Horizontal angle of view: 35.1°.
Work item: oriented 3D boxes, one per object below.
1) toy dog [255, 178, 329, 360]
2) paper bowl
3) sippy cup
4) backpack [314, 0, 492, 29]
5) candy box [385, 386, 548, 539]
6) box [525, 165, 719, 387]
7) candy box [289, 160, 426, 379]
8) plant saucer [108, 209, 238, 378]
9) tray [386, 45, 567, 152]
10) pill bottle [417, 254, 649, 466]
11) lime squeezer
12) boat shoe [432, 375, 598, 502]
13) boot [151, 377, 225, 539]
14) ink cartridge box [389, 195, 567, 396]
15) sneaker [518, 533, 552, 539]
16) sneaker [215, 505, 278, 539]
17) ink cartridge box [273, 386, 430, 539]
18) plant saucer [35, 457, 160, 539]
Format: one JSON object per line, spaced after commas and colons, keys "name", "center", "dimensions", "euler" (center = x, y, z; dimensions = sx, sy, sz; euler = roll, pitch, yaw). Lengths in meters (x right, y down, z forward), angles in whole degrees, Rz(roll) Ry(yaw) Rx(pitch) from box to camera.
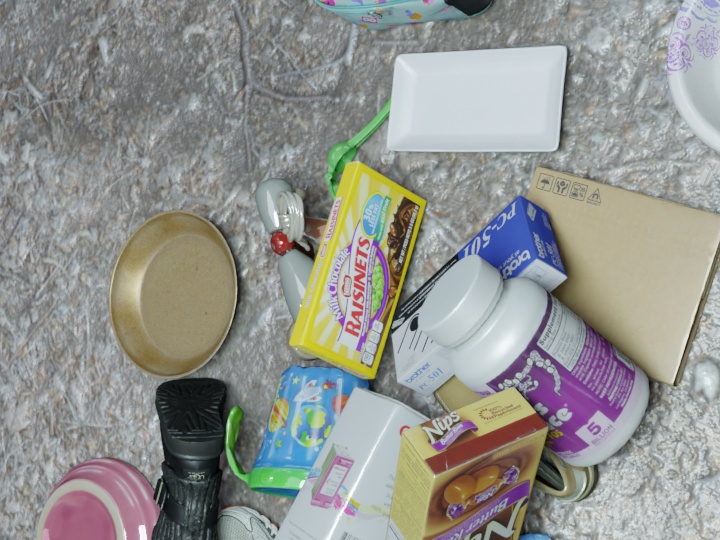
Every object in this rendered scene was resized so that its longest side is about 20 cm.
{"name": "toy dog", "center": [-0.042, -0.004, 1.219], "dimensions": [0.132, 0.096, 0.201], "euler": [12, 113, 64]}
{"name": "paper bowl", "center": [0.375, -0.180, 0.978], "dimensions": [0.200, 0.104, 0.202], "euler": [-5, 81, 31]}
{"name": "sippy cup", "center": [-0.043, 0.170, 1.187], "dimensions": [0.140, 0.177, 0.131], "euler": [151, 128, -64]}
{"name": "backpack", "center": [0.030, -0.346, 1.190], "dimensions": [0.199, 0.153, 0.177], "euler": [-2, 88, 38]}
{"name": "candy box", "center": [0.087, 0.203, 0.985], "dimensions": [0.057, 0.116, 0.201], "euler": [51, 148, 38]}
{"name": "box", "center": [0.234, 0.002, 1.091], "dimensions": [0.199, 0.021, 0.164], "euler": [20, 94, 32]}
{"name": "candy box", "center": [0.000, 0.000, 1.162], "dimensions": [0.026, 0.102, 0.201], "euler": [-5, 64, 54]}
{"name": "plant saucer", "center": [-0.217, 0.029, 1.361], "dimensions": [0.199, 0.035, 0.202], "euler": [-4, 83, 32]}
{"name": "tray", "center": [0.121, -0.175, 1.184], "dimensions": [0.199, 0.022, 0.108], "euler": [4, 87, 32]}
{"name": "pill bottle", "center": [0.151, 0.078, 1.011], "dimensions": [0.200, 0.112, 0.112], "euler": [38, 108, -14]}
{"name": "lime squeezer", "center": [-0.005, -0.097, 1.253], "dimensions": [0.070, 0.038, 0.201], "euler": [10, 88, 1]}
{"name": "boat shoe", "center": [0.138, 0.149, 1.100], "dimensions": [0.200, 0.076, 0.072], "euler": [34, 103, 31]}
{"name": "boot", "center": [-0.191, 0.220, 1.264], "dimensions": [0.079, 0.211, 0.159], "euler": [1, 107, -7]}
{"name": "ink cartridge box", "center": [0.109, 0.027, 1.112], "dimensions": [0.200, 0.044, 0.094], "euler": [-44, 32, 29]}
{"name": "sneaker", "center": [0.111, 0.303, 1.112], "dimensions": [0.199, 0.076, 0.106], "euler": [-15, 60, 28]}
{"name": "sneaker", "center": [-0.115, 0.349, 1.229], "dimensions": [0.078, 0.082, 0.201], "euler": [-34, 66, 26]}
{"name": "ink cartridge box", "center": [0.020, 0.233, 1.087], "dimensions": [0.085, 0.144, 0.201], "euler": [15, 73, 59]}
{"name": "plant saucer", "center": [-0.325, 0.330, 1.383], "dimensions": [0.200, 0.051, 0.202], "euler": [-4, 82, 32]}
